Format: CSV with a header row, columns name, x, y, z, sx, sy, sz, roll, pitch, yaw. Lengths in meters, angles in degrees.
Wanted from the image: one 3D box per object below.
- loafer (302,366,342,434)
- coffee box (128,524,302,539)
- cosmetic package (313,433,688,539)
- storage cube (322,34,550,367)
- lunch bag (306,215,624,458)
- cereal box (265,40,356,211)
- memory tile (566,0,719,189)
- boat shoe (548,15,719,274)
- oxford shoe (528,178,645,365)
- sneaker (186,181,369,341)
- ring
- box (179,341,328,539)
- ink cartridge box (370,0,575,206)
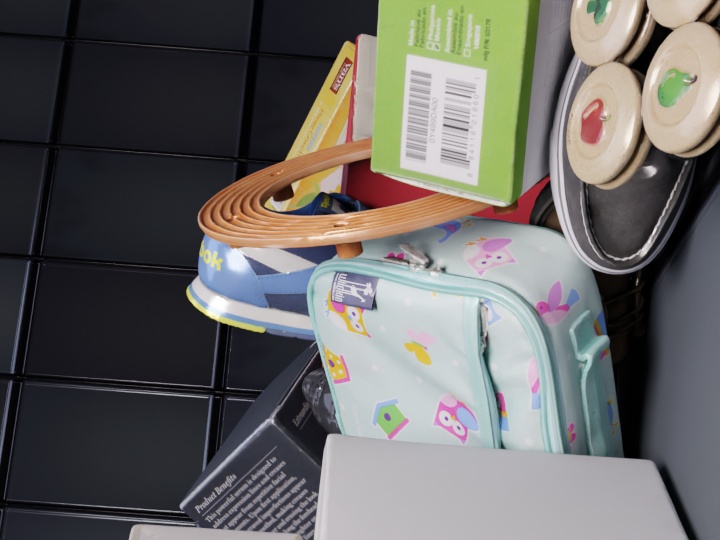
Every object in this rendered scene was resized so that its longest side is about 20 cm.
name,x,y,z,sx,sy,sz,roll,pitch,yaw
loafer,0.054,0.092,0.924,0.070,0.200,0.069,26,98,55
coffee box,-0.068,0.226,0.633,0.115,0.079,0.202,-91,5,-68
cosmetic package,0.055,0.202,0.659,0.166,0.166,0.202,-89,4,-73
storage cube,0.069,-0.036,0.998,0.200,0.169,0.181,-85,1,-58
lunch bag,0.060,0.067,0.774,0.077,0.160,0.201,-36,-55,-36
cereal box,0.041,-0.074,1.136,0.145,0.199,0.040,-61,35,13
memory tile,0.126,-0.141,0.568,0.153,0.017,0.202,-22,62,62
boat shoe,0.130,-0.087,0.647,0.066,0.069,0.201,-85,7,-70
oxford shoe,0.127,0.001,0.772,0.085,0.072,0.201,60,154,27
sneaker,0.000,0.000,0.875,0.074,0.198,0.083,-110,30,-75
ring,0.012,-0.043,0.787,0.201,0.199,0.019,-88,-14,-73
box,0.002,0.162,1.012,0.107,0.200,0.149,-44,4,28
ink cartridge box,0.086,-0.137,0.734,0.200,0.075,0.149,-37,-44,-54
